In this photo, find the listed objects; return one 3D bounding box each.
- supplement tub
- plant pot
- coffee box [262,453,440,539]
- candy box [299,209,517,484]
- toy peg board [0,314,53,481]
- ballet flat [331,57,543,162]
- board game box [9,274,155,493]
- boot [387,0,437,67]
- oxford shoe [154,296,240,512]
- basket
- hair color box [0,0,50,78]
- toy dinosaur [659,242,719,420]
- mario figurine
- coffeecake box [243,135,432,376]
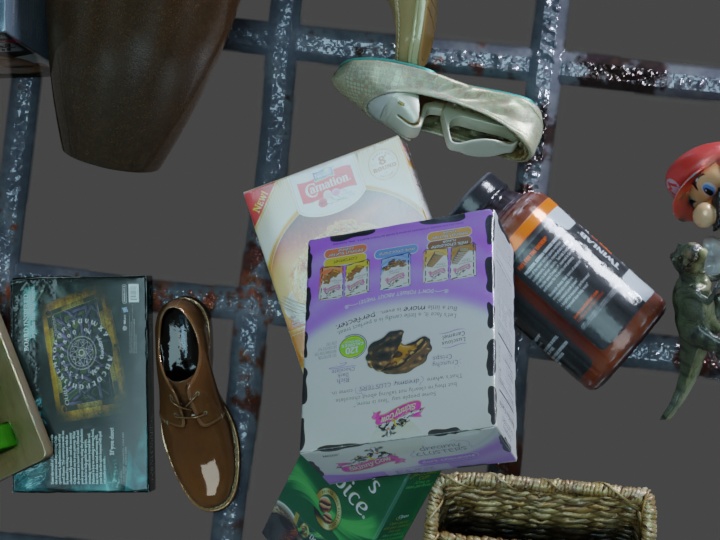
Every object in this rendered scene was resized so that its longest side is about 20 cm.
[{"bbox_3d":[0.166,0.004,1.469,0.200,0.107,0.107,42,93,6],"label":"supplement tub"},{"bbox_3d":[-0.207,-0.198,1.497,0.185,0.187,0.202,15,105,7],"label":"plant pot"},{"bbox_3d":[-0.008,0.196,1.451,0.123,0.044,0.201,50,125,36],"label":"coffee box"},{"bbox_3d":[0.041,0.064,1.370,0.166,0.072,0.202,-9,59,18],"label":"candy box"},{"bbox_3d":[-0.418,0.119,1.520,0.197,0.098,0.202,-24,83,13],"label":"toy peg board"},{"bbox_3d":[0.069,-0.142,1.489,0.198,0.068,0.063,11,58,-2],"label":"ballet flat"},{"bbox_3d":[-0.260,0.106,1.553,0.133,0.028,0.203,-1,89,7],"label":"board game box"},{"bbox_3d":[-0.007,-0.280,1.514,0.153,0.073,0.203,-1,86,6],"label":"boot"},{"bbox_3d":[-0.158,0.125,1.522,0.070,0.071,0.202,-13,88,4],"label":"oxford shoe"},{"bbox_3d":[0.149,0.272,1.420,0.197,0.150,0.144,5,55,6],"label":"basket"},{"bbox_3d":[-0.332,-0.219,1.485,0.098,0.200,0.061,0,87,6],"label":"hair color box"},{"bbox_3d":[0.309,0.051,1.445,0.087,0.048,0.202,5,126,13],"label":"toy dinosaur"},{"bbox_3d":[0.343,-0.036,1.433,0.199,0.106,0.124,32,103,31],"label":"mario figurine"},{"bbox_3d":[0.000,0.000,1.505,0.152,0.073,0.202,-20,86,6],"label":"coffeecake box"}]
